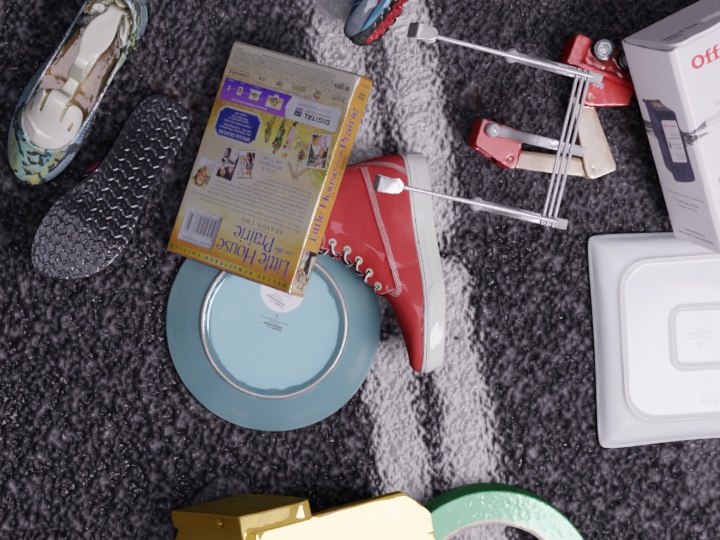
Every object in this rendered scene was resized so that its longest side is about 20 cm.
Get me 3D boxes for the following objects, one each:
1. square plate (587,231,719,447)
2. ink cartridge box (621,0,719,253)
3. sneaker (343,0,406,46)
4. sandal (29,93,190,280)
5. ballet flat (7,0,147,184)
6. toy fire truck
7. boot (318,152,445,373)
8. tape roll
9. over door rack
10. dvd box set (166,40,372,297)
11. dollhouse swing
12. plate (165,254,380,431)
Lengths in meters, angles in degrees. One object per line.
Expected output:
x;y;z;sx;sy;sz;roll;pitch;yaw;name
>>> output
0.316;0.061;1.671;0.198;0.028;0.200;-4;92;-4;square plate
0.332;-0.139;1.592;0.144;0.084;0.201;-27;114;-18;ink cartridge box
0.013;-0.301;1.618;0.095;0.079;0.201;20;82;4;sneaker
-0.223;-0.070;1.622;0.075;0.045;0.201;38;75;-10;sandal
-0.257;-0.169;1.597;0.074;0.074;0.201;27;90;-5;ballet flat
0.213;-0.137;1.644;0.199;0.049;0.142;21;91;-6;toy fire truck
0.000;0.000;1.615;0.143;0.072;0.202;-8;81;-8;boot
0.120;0.299;1.656;0.199;0.048;0.202;0;93;-5;tape roll
0.106;-0.126;1.569;0.199;0.067;0.149;11;94;-27;over door rack
-0.081;-0.091;1.593;0.146;0.029;0.201;17;90;32;dvd box set
-0.044;0.295;1.624;0.175;0.181;0.202;-14;94;-34;dollhouse swing
-0.079;0.048;1.641;0.198;0.026;0.202;0;93;-4;plate
